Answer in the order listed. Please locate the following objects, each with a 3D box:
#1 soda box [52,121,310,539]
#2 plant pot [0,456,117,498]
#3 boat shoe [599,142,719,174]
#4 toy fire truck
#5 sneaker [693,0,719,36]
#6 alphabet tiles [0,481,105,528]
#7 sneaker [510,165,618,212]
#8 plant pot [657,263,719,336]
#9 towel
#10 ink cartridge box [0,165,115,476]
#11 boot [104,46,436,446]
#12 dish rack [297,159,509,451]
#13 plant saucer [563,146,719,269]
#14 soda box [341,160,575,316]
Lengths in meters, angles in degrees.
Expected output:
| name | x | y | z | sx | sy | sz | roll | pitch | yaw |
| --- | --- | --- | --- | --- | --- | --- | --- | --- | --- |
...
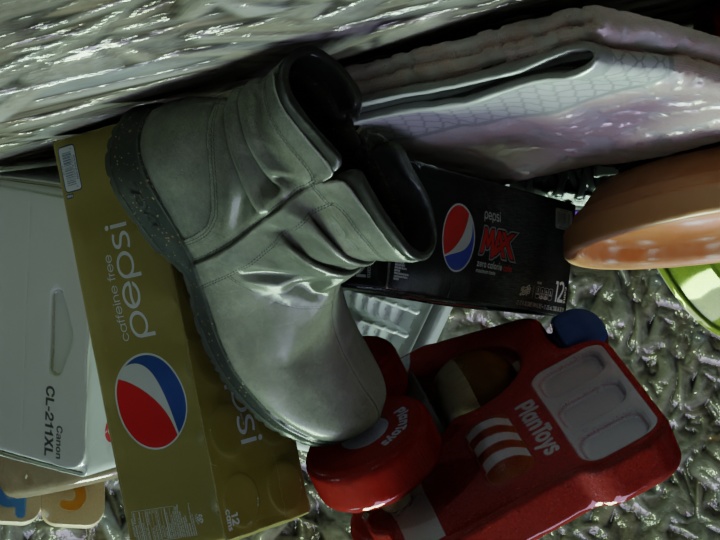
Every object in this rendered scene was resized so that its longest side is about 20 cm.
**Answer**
| name | x | y | z | sx | sy | sz | roll | pitch | yaw |
| --- | --- | --- | --- | --- | --- | --- | --- | --- | --- |
| soda box | -0.085 | 0.028 | 1.032 | 0.064 | 0.202 | 0.067 | -11 | 180 | 37 |
| plant pot | -0.174 | 0.038 | 1.294 | 0.198 | 0.176 | 0.200 | -13 | 180 | 0 |
| boat shoe | 0.154 | -0.079 | 1.150 | 0.199 | 0.067 | 0.072 | -3 | 165 | -8 |
| toy fire truck | 0.062 | 0.085 | 1.090 | 0.167 | 0.113 | 0.200 | -26 | -158 | 0 |
| sneaker | 0.234 | -0.118 | 1.106 | 0.115 | 0.079 | 0.200 | -3 | 171 | 29 |
| alphabet tiles | -0.218 | 0.067 | 1.367 | 0.198 | 0.197 | 0.015 | 5 | 153 | -16 |
| sneaker | 0.134 | -0.066 | 1.310 | 0.198 | 0.070 | 0.099 | 3 | -178 | -20 |
| plant pot | 0.343 | -0.075 | 1.722 | 0.192 | 0.202 | 0.200 | -27 | 171 | 31 |
| towel | 0.088 | -0.076 | 1.016 | 0.199 | 0.033 | 0.190 | -9 | 169 | 41 |
| ink cartridge box | -0.113 | 0.015 | 1.158 | 0.082 | 0.147 | 0.199 | 10 | -168 | 32 |
| boot | -0.017 | -0.001 | 0.950 | 0.130 | 0.201 | 0.068 | -8 | -144 | 42 |
| dish rack | 0.000 | 0.000 | 1.180 | 0.043 | 0.201 | 0.171 | 28 | -177 | 30 |
| plant saucer | 0.202 | -0.036 | 1.123 | 0.198 | 0.038 | 0.200 | -6 | 172 | -1 |
| soda box | 0.036 | -0.016 | 1.100 | 0.070 | 0.064 | 0.199 | 5 | 177 | 31 |
